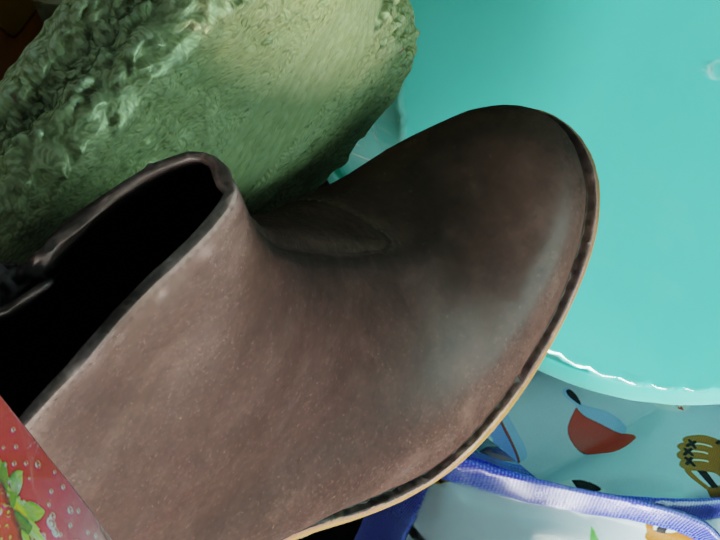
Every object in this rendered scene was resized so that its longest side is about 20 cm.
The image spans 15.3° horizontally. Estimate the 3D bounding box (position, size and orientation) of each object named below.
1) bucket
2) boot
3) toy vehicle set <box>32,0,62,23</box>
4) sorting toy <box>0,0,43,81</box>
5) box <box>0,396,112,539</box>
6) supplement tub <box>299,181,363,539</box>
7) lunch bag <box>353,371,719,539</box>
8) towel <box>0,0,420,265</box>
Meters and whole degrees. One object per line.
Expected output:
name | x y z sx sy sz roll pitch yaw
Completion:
bucket | 0.084 -0.066 0.763 0.135 0.205 0.209 -124 -135 -74
boot | -0.019 0.012 0.582 0.200 0.072 0.167 -42 165 -12
toy vehicle set | -0.046 -0.091 0.721 0.200 0.026 0.125 75 24 -74
sorting toy | -0.116 -0.020 0.639 0.200 0.036 0.187 -15 119 -70
box | -0.134 0.022 0.394 0.200 0.095 0.100 55 45 -26
supplement tub | 0.000 0.000 0.892 0.107 0.106 0.201 39 68 -70
lunch bag | 0.066 0.115 0.856 0.199 0.124 0.171 -3 121 -43
towel | -0.065 -0.007 0.615 0.200 0.036 0.148 -49 164 -4
